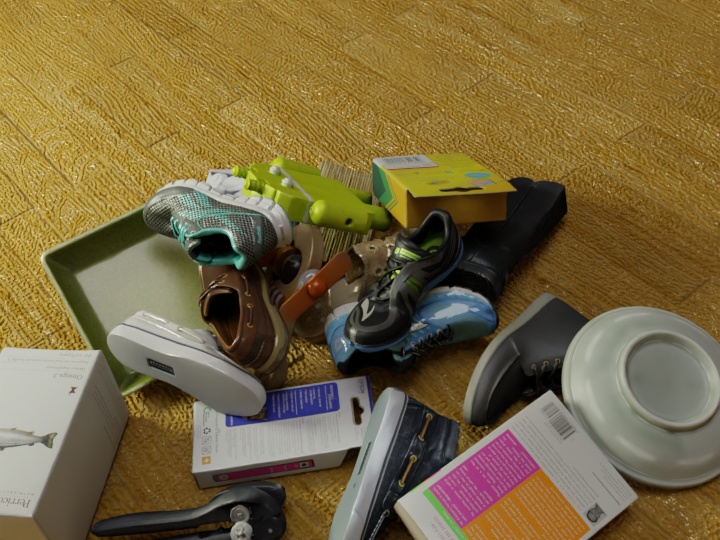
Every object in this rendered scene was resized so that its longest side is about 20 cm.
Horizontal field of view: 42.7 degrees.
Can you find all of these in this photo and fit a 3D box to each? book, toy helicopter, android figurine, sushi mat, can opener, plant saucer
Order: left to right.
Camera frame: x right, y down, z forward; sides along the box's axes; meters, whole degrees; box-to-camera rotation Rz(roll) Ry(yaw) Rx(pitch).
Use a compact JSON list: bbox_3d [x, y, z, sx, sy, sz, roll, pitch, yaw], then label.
[{"bbox_3d":[-0.248,0.027,1.109,0.199,0.048,0.201,-28,78,-19],"label":"plant saucer"},{"bbox_3d":[-0.169,0.259,0.916,0.198,0.079,0.064,-14,84,-2],"label":"can opener"},{"bbox_3d":[-0.079,0.043,1.054,0.132,0.079,0.202,-7,66,49],"label":"toy helicopter"},{"bbox_3d":[-0.062,-0.093,1.143,0.199,0.041,0.182,12,19,-28],"label":"android figurine"},{"bbox_3d":[-0.027,-0.075,1.223,0.095,0.012,0.201,16,44,-2],"label":"sushi mat"},{"bbox_3d":[0.149,0.220,0.878,0.199,0.048,0.134,-29,70,-23],"label":"book"},{"bbox_3d":[0.308,0.118,0.942,0.198,0.050,0.201,3,60,-5],"label":"plant saucer"}]

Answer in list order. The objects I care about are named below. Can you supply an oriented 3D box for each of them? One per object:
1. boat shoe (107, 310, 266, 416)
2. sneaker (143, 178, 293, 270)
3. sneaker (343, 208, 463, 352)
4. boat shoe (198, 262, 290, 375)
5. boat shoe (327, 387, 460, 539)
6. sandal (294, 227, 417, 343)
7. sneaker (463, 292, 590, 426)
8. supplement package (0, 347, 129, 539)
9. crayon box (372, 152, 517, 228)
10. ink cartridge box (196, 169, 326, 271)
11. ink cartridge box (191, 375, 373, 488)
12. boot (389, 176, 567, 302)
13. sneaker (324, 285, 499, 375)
[{"bbox_3d":[-0.182,0.096,1.016,0.199,0.072,0.066,16,44,23],"label":"boat shoe"},{"bbox_3d":[-0.178,-0.048,1.039,0.199,0.078,0.091,8,37,30],"label":"sneaker"},{"bbox_3d":[0.042,0.007,1.001,0.070,0.083,0.200,21,56,32],"label":"sneaker"},{"bbox_3d":[-0.142,0.032,1.020,0.072,0.067,0.200,-53,41,17],"label":"boat shoe"},{"bbox_3d":[0.035,0.221,0.908,0.090,0.071,0.201,25,66,-8],"label":"boat shoe"},{"bbox_3d":[0.003,0.004,1.075,0.211,0.070,0.078,-36,56,3],"label":"sandal"},{"bbox_3d":[0.198,0.107,0.993,0.106,0.075,0.200,26,53,29],"label":"sneaker"},{"bbox_3d":[-0.334,0.192,0.952,0.116,0.118,0.201,1,46,8],"label":"supplement package"},{"bbox_3d":[0.096,-0.096,1.119,0.126,0.051,0.200,-5,19,-11],"label":"crayon box"},{"bbox_3d":[-0.124,-0.058,1.225,0.198,0.044,0.199,2,46,7],"label":"ink cartridge box"},{"bbox_3d":[-0.082,0.172,0.995,0.198,0.037,0.095,-10,44,1],"label":"ink cartridge box"},{"bbox_3d":[0.150,-0.057,1.169,0.164,0.066,0.200,24,54,25],"label":"boot"},{"bbox_3d":[0.060,0.081,1.041,0.198,0.079,0.090,-11,46,6],"label":"sneaker"}]
